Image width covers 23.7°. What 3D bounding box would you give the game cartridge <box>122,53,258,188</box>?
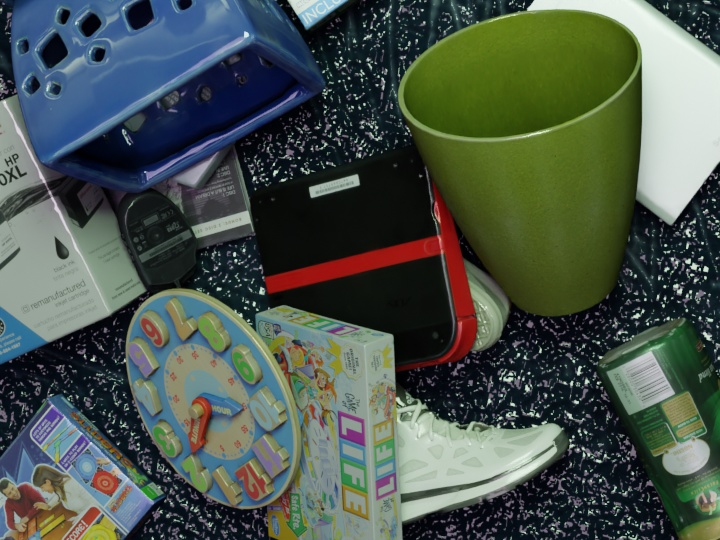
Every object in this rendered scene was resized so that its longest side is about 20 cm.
[{"bbox_3d":[-0.185,-0.168,1.471,0.200,0.041,0.133,39,96,7],"label":"game cartridge"}]

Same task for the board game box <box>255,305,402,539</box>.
[{"bbox_3d":[-0.026,0.140,1.418,0.134,0.034,0.202,12,111,45],"label":"board game box"}]

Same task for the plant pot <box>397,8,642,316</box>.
[{"bbox_3d":[0.141,-0.071,1.346,0.186,0.188,0.201,-7,126,13],"label":"plant pot"}]

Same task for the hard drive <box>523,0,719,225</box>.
[{"bbox_3d":[0.214,-0.150,1.405,0.200,0.026,0.132,38,101,8],"label":"hard drive"}]

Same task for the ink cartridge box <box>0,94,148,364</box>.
[{"bbox_3d":[-0.295,-0.037,1.473,0.144,0.084,0.201,-23,96,23],"label":"ink cartridge box"}]

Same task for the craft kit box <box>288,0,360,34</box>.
[{"bbox_3d":[-0.015,-0.333,1.423,0.199,0.049,0.198,-33,90,6],"label":"craft kit box"}]

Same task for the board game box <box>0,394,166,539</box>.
[{"bbox_3d":[-0.287,0.230,1.537,0.135,0.034,0.200,43,101,7],"label":"board game box"}]

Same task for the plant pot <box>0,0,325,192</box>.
[{"bbox_3d":[-0.168,-0.191,1.354,0.199,0.200,0.181,-28,80,12],"label":"plant pot"}]

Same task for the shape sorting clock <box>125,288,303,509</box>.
[{"bbox_3d":[-0.128,0.110,1.444,0.199,0.039,0.201,21,127,30],"label":"shape sorting clock"}]

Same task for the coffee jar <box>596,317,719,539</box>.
[{"bbox_3d":[0.268,0.143,1.375,0.085,0.104,0.201,-26,89,16],"label":"coffee jar"}]

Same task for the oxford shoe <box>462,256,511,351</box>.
[{"bbox_3d":[0.047,-0.004,1.440,0.200,0.058,0.076,37,124,22],"label":"oxford shoe"}]

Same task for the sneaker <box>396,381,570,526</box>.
[{"bbox_3d":[0.067,0.138,1.432,0.199,0.076,0.116,-21,91,15],"label":"sneaker"}]

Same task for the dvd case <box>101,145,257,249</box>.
[{"bbox_3d":[-0.185,-0.110,1.501,0.148,0.016,0.201,-15,90,12],"label":"dvd case"}]

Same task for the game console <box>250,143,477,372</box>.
[{"bbox_3d":[0.000,0.000,1.427,0.199,0.031,0.178,-13,87,37],"label":"game console"}]

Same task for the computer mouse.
[{"bbox_3d":[-0.156,0.021,1.487,0.058,0.034,0.201,-25,102,-18],"label":"computer mouse"}]
